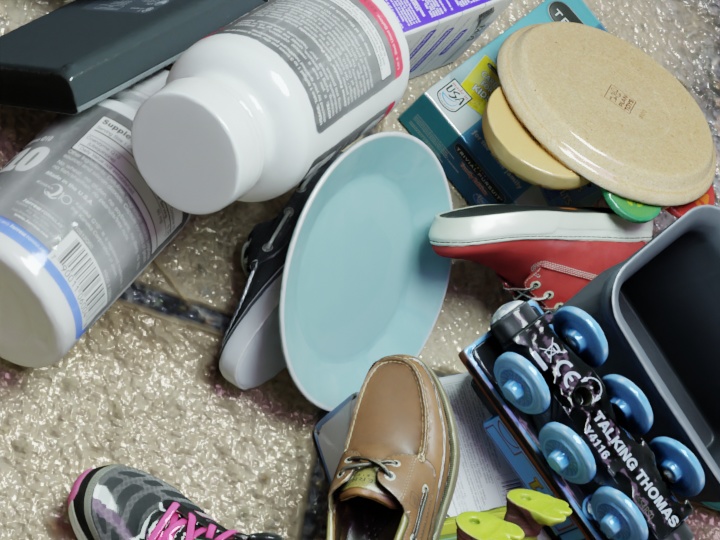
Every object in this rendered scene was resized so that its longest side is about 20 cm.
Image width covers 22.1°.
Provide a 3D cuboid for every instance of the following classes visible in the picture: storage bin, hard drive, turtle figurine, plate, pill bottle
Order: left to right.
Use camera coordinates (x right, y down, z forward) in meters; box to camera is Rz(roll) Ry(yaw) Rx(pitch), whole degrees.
[{"bbox_3d":[-0.181,-0.041,1.210,0.114,0.114,0.200,43,53,-5],"label":"pill bottle"},{"bbox_3d":[-0.165,-0.166,1.270,0.200,0.139,0.033,-34,121,-36],"label":"hard drive"},{"bbox_3d":[-0.059,-0.112,1.195,0.111,0.111,0.200,49,40,0],"label":"pill bottle"},{"bbox_3d":[0.000,0.000,1.284,0.200,0.025,0.201,-27,124,-48],"label":"plate"},{"bbox_3d":[0.092,0.222,1.175,0.199,0.064,0.162,-7,115,-32],"label":"turtle figurine"},{"bbox_3d":[0.229,0.066,1.286,0.145,0.134,0.200,-37,98,-27],"label":"storage bin"}]

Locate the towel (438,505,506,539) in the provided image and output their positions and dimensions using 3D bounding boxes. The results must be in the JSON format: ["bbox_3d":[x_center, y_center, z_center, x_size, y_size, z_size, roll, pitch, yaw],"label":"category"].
[{"bbox_3d":[0.078,0.258,1.219,0.086,0.018,0.201,-4,97,-27],"label":"towel"}]

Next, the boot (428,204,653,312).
[{"bbox_3d":[0.132,0.024,1.356,0.199,0.072,0.145,2,97,-35],"label":"boot"}]

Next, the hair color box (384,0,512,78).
[{"bbox_3d":[0.013,-0.181,1.388,0.199,0.109,0.065,-23,78,-35],"label":"hair color box"}]

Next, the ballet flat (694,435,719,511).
[{"bbox_3d":[0.250,0.137,1.398,0.199,0.068,0.067,16,32,-26],"label":"ballet flat"}]

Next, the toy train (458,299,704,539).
[{"bbox_3d":[0.142,0.113,1.224,0.087,0.114,0.200,-35,87,-28],"label":"toy train"}]

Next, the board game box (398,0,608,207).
[{"bbox_3d":[0.148,-0.121,1.473,0.151,0.047,0.200,50,54,0],"label":"board game box"}]

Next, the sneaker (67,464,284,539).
[{"bbox_3d":[-0.093,0.185,1.167,0.200,0.087,0.074,41,54,-6],"label":"sneaker"}]

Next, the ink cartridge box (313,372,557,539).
[{"bbox_3d":[0.084,0.144,1.292,0.199,0.076,0.137,-9,72,-30],"label":"ink cartridge box"}]

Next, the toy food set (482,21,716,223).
[{"bbox_3d":[0.188,-0.113,1.407,0.197,0.049,0.200,25,38,-11],"label":"toy food set"}]

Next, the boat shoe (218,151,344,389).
[{"bbox_3d":[-0.051,-0.006,1.299,0.068,0.072,0.200,24,66,23],"label":"boat shoe"}]

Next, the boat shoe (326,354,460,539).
[{"bbox_3d":[0.017,0.142,1.165,0.068,0.072,0.201,40,48,-57],"label":"boat shoe"}]
